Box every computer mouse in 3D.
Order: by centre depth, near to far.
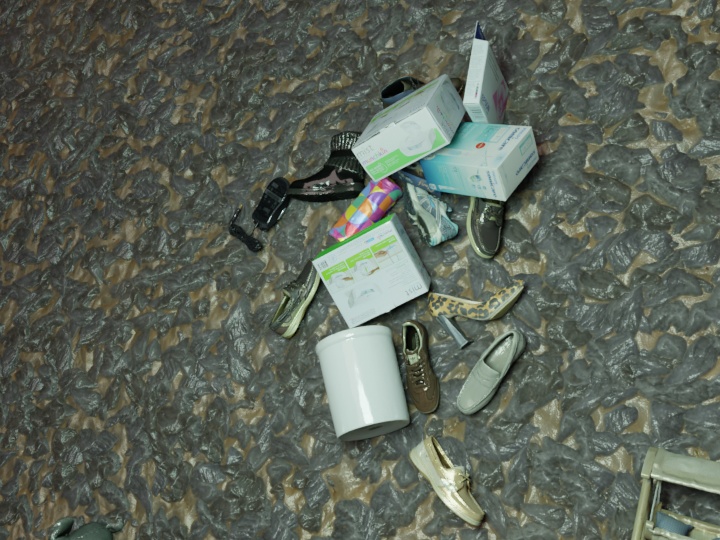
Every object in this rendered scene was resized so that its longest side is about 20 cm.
[{"bbox_3d":[-0.253,-0.152,1.903,0.140,0.046,0.201,28,92,35],"label":"computer mouse"}]

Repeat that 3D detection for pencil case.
[{"bbox_3d":[0.011,-0.132,1.741,0.200,0.088,0.088,-50,60,3],"label":"pencil case"}]

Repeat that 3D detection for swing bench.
[{"bbox_3d":[0.574,0.411,1.256,0.198,0.130,0.201,7,76,28],"label":"swing bench"}]

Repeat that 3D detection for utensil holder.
[{"bbox_3d":[0.007,0.240,1.572,0.169,0.170,0.201,-21,68,18],"label":"utensil holder"}]

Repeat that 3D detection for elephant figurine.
[{"bbox_3d":[-0.689,0.657,1.747,0.141,0.200,0.156,0,73,26],"label":"elephant figurine"}]

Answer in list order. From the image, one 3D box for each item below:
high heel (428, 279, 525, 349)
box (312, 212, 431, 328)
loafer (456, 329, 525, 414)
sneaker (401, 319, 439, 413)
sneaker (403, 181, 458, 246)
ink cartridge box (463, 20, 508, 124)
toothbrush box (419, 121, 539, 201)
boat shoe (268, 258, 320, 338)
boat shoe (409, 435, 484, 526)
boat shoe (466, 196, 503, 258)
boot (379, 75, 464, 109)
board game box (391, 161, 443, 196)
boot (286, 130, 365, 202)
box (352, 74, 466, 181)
[{"bbox_3d":[0.237,0.050,1.572,0.200,0.071,0.143,-44,66,17],"label":"high heel"},{"bbox_3d":[0.027,0.002,1.634,0.199,0.097,0.177,-28,99,16],"label":"box"},{"bbox_3d":[0.259,0.203,1.514,0.070,0.070,0.200,34,90,31],"label":"loafer"},{"bbox_3d":[0.115,0.201,1.581,0.070,0.076,0.201,-18,65,19],"label":"sneaker"},{"bbox_3d":[0.156,-0.132,1.688,0.086,0.078,0.200,-11,49,-14],"label":"sneaker"},{"bbox_3d":[0.281,-0.406,1.635,0.043,0.196,0.201,6,76,26],"label":"ink cartridge box"},{"bbox_3d":[0.248,-0.232,1.563,0.199,0.085,0.146,16,53,41],"label":"toothbrush box"},{"bbox_3d":[-0.153,0.059,1.755,0.073,0.065,0.201,6,72,62],"label":"boat shoe"},{"bbox_3d":[0.179,0.412,1.480,0.069,0.074,0.200,-50,59,10],"label":"boat shoe"},{"bbox_3d":[0.272,-0.128,1.600,0.065,0.073,0.201,143,130,-60],"label":"boat shoe"},{"bbox_3d":[0.141,-0.419,1.766,0.199,0.097,0.075,-21,65,19],"label":"boot"},{"bbox_3d":[0.139,-0.255,1.716,0.200,0.035,0.136,27,59,30],"label":"board game box"},{"bbox_3d":[-0.079,-0.253,1.825,0.210,0.079,0.159,-3,78,14],"label":"boot"},{"bbox_3d":[0.105,-0.305,1.592,0.199,0.097,0.177,-24,24,33],"label":"box"}]
